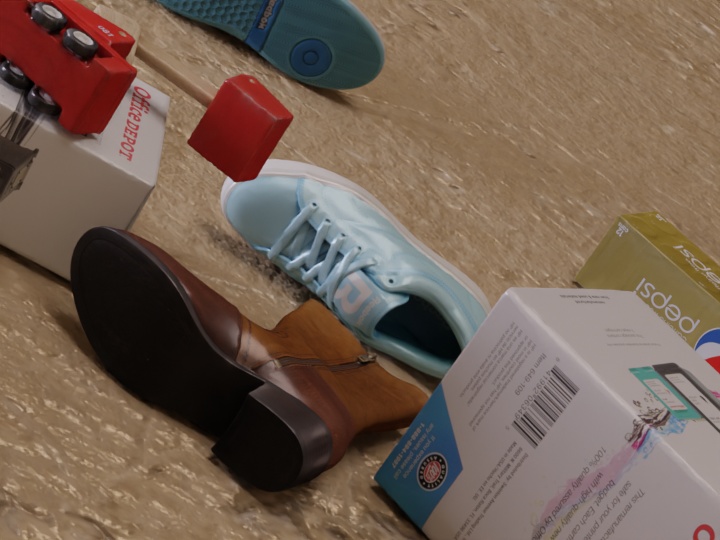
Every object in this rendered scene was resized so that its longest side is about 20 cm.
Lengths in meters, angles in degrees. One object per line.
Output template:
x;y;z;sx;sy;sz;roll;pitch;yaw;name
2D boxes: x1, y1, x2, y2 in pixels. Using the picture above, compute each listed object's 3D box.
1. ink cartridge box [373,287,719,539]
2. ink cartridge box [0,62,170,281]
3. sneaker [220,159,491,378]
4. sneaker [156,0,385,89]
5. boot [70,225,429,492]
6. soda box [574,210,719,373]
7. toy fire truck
0.146;0.129;1.495;0.200;0.147;0.146;46;24;27;ink cartridge box
-0.215;-0.091;1.536;0.200;0.083;0.145;28;22;-13;ink cartridge box
0.000;0.000;1.662;0.200;0.074;0.082;30;19;-7;sneaker
-0.069;-0.219;2.023;0.200;0.080;0.131;29;23;-14;sneaker
-0.058;0.034;1.517;0.188;0.068;0.200;38;21;12;boot
0.256;0.042;1.946;0.200;0.064;0.068;43;23;22;soda box
-0.149;-0.126;1.522;0.200;0.049;0.141;41;22;19;toy fire truck
